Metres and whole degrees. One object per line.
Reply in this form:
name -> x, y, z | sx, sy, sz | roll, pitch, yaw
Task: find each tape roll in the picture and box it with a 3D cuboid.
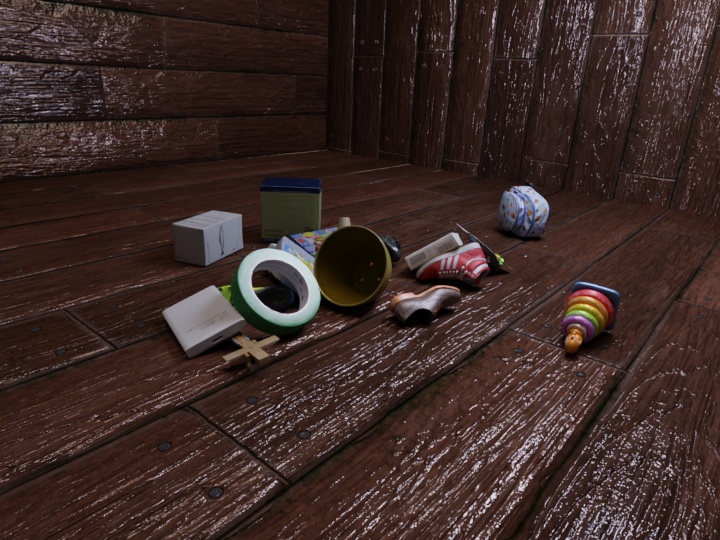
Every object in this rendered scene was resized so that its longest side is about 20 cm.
tape roll -> -0.188, 0.046, 1.139 | 0.200, 0.048, 0.201 | 21, 46, -24

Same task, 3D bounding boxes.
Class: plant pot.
plant pot -> 0.000, 0.000, 1.296 | 0.199, 0.201, 0.142 | 13, -5, 25

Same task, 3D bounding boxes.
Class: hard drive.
hard drive -> -0.344, 0.106, 1.106 | 0.132, 0.027, 0.200 | -30, 34, -22

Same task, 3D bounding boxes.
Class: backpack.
backpack -> 0.620, -0.217, 1.924 | 0.153, 0.201, 0.191 | -11, 31, -20

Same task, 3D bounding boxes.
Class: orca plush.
orca plush -> -0.208, -0.010, 1.423 | 0.071, 0.105, 0.200 | 27, 2, -33

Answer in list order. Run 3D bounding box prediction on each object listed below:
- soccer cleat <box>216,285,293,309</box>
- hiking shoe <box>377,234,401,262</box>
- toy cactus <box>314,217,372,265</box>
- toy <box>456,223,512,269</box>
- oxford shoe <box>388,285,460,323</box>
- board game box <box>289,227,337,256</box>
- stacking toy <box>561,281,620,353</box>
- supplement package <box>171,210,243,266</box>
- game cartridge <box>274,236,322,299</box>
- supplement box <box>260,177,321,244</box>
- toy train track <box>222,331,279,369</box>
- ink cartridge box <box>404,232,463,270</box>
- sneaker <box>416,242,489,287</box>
soccer cleat -> -0.262, 0.071, 1.238 | 0.199, 0.065, 0.084 | -1, -9, 1
hiking shoe -> 0.093, -0.081, 1.635 | 0.100, 0.076, 0.200 | -10, 23, -22
toy cactus -> -0.047, -0.070, 1.486 | 0.199, 0.166, 0.102 | 0, 0, -22
toy -> 0.365, -0.059, 1.542 | 0.200, 0.047, 0.115 | 29, 12, -36
oxford shoe -> 0.168, 0.090, 1.233 | 0.199, 0.071, 0.073 | -12, 45, -24
board game box -> -0.112, -0.085, 1.642 | 0.199, 0.035, 0.135 | -13, 37, -36
stacking toy -> 0.500, 0.124, 1.148 | 0.109, 0.116, 0.200 | 17, 39, 33
supplement package -> -0.465, -0.104, 1.563 | 0.117, 0.117, 0.200 | 10, 22, 19
game cartridge -> -0.164, -0.008, 1.321 | 0.133, 0.040, 0.200 | 33, 21, -30
supplement box -> -0.234, -0.203, 1.734 | 0.199, 0.201, 0.134 | 2, 22, -3
toy train track -> -0.238, 0.157, 1.038 | 0.114, 0.033, 0.200 | -20, 24, -31
ink cartridge box -> 0.234, -0.057, 1.536 | 0.161, 0.050, 0.200 | -29, -9, 19
sneaker -> 0.264, 0.008, 1.431 | 0.199, 0.071, 0.113 | -25, 65, 5
